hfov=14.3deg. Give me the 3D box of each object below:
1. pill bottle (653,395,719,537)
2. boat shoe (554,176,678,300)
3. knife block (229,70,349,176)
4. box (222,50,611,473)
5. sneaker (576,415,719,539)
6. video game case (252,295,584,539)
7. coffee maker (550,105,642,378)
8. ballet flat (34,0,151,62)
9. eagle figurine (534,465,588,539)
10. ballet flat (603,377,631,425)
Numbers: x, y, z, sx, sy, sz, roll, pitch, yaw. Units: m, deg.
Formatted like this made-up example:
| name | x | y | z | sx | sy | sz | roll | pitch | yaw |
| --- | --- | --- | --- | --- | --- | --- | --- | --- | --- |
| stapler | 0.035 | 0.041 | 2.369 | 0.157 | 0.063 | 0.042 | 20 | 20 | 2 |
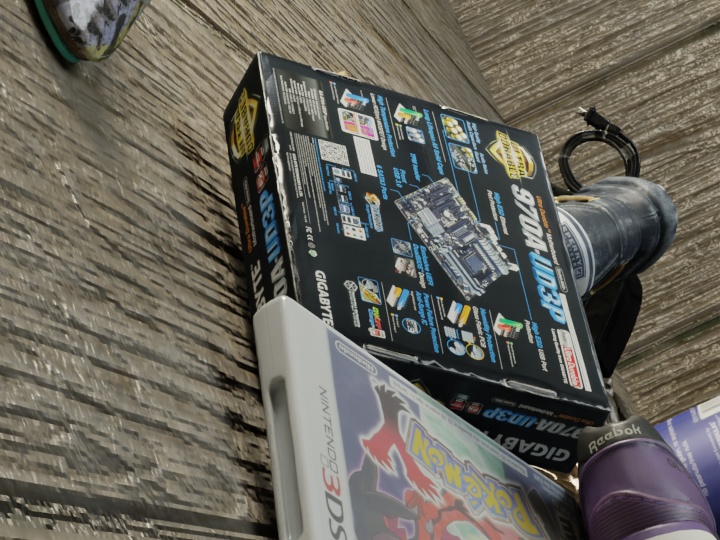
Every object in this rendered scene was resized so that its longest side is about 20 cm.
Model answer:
| name | x | y | z | sx | sy | sz | roll | pitch | yaw |
| --- | --- | --- | --- | --- | --- | --- | --- | --- | --- |
| pill bottle | 0.180 | 0.154 | 1.712 | 0.116 | 0.200 | 0.116 | 61 | 9 | -17 |
| boat shoe | 0.090 | 0.000 | 1.582 | 0.200 | 0.091 | 0.071 | -17 | -88 | 57 |
| knife block | 0.000 | 0.000 | 1.500 | 0.200 | 0.064 | 0.176 | -88 | 152 | -75 |
| box | 0.023 | -0.007 | 1.348 | 0.159 | 0.046 | 0.200 | 15 | 39 | -23 |
| sneaker | 0.140 | 0.126 | 1.328 | 0.200 | 0.076 | 0.088 | 70 | 3 | -64 |
| video game case | 0.036 | 0.123 | 1.204 | 0.200 | 0.023 | 0.183 | 36 | 30 | -35 |
| coffee maker | 0.123 | 0.011 | 1.832 | 0.135 | 0.192 | 0.200 | 49 | 4 | 8 |
| ballet flat | -0.109 | -0.158 | 1.247 | 0.072 | 0.072 | 0.200 | 60 | 9 | -29 |
| eagle figurine | 0.096 | 0.178 | 1.453 | 0.152 | 0.151 | 0.200 | -34 | 143 | -46 |
| ballet flat | 0.099 | 0.052 | 1.595 | 0.200 | 0.067 | 0.047 | -129 | -147 | -63 |
